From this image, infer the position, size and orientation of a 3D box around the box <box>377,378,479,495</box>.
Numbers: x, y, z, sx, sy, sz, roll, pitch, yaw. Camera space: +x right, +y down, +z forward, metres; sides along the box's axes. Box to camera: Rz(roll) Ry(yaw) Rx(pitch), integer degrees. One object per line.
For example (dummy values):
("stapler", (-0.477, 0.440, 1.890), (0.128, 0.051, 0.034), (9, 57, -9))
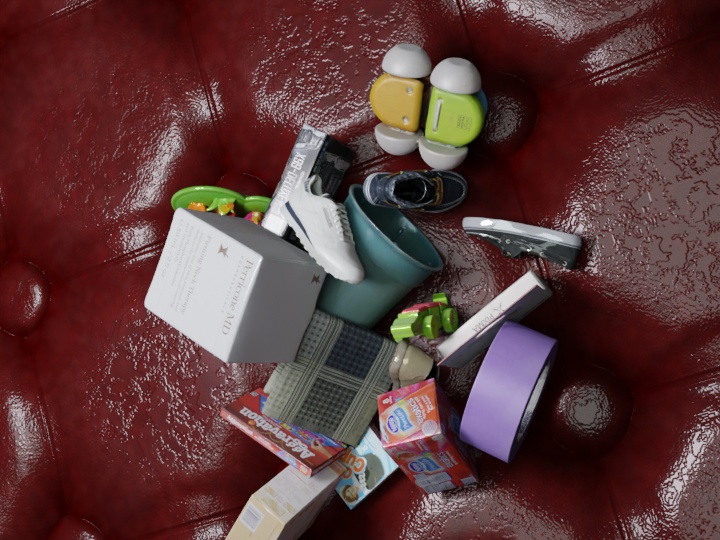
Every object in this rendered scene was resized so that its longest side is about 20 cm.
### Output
("box", (0.108, 0.264, 1.506), (0.098, 0.201, 0.097), (-18, 52, 15))

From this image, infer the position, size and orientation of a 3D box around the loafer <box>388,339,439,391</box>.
("loafer", (0.090, 0.170, 1.527), (0.067, 0.200, 0.077), (22, 78, 16))

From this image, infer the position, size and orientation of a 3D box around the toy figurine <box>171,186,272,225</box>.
("toy figurine", (-0.237, -0.028, 1.652), (0.196, 0.151, 0.188), (2, 69, 2))

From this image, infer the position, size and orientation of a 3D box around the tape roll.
("tape roll", (0.230, 0.185, 1.481), (0.084, 0.200, 0.203), (23, 93, 17))

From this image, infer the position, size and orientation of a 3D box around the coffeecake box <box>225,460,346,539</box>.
("coffeecake box", (-0.126, 0.392, 1.557), (0.073, 0.199, 0.155), (38, 119, 14))

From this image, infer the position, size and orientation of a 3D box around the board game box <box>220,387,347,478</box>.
("board game box", (-0.128, 0.266, 1.597), (0.198, 0.102, 0.020), (29, 119, 26))

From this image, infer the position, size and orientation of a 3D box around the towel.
("towel", (-0.044, 0.175, 1.556), (0.190, 0.035, 0.202), (23, 104, -24))

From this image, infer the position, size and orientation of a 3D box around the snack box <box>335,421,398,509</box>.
("snack box", (-0.032, 0.289, 1.641), (0.116, 0.037, 0.201), (-43, 75, 11))

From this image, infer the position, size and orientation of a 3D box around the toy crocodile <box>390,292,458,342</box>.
("toy crocodile", (0.102, 0.076, 1.533), (0.066, 0.199, 0.063), (-8, 92, 29))

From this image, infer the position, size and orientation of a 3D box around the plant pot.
("plant pot", (0.000, 0.000, 1.580), (0.200, 0.200, 0.197), (45, 107, 15))

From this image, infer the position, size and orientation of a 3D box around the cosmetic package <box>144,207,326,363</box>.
("cosmetic package", (-0.189, 0.024, 1.472), (0.198, 0.165, 0.170), (28, 101, 34))

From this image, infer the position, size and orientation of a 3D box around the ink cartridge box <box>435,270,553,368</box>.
("ink cartridge box", (0.203, 0.077, 1.509), (0.199, 0.173, 0.044), (-40, 72, 11))

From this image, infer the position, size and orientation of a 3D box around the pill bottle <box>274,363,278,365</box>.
("pill bottle", (-0.119, 0.109, 1.632), (0.198, 0.113, 0.114), (29, 95, 24))

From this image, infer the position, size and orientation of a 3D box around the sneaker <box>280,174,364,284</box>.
("sneaker", (-0.048, -0.062, 1.472), (0.081, 0.076, 0.201), (-45, 60, 11))

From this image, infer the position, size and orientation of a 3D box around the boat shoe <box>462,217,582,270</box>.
("boat shoe", (0.258, -0.046, 1.558), (0.196, 0.069, 0.058), (12, 90, 16))

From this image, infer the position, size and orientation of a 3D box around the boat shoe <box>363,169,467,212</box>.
("boat shoe", (0.108, -0.125, 1.543), (0.090, 0.197, 0.072), (13, 105, 58))

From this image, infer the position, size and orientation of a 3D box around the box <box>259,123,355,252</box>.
("box", (-0.090, -0.132, 1.627), (0.049, 0.157, 0.203), (25, 93, 18))

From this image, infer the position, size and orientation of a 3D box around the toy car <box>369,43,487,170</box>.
("toy car", (0.122, -0.276, 1.579), (0.197, 0.150, 0.178), (21, 121, 22))
